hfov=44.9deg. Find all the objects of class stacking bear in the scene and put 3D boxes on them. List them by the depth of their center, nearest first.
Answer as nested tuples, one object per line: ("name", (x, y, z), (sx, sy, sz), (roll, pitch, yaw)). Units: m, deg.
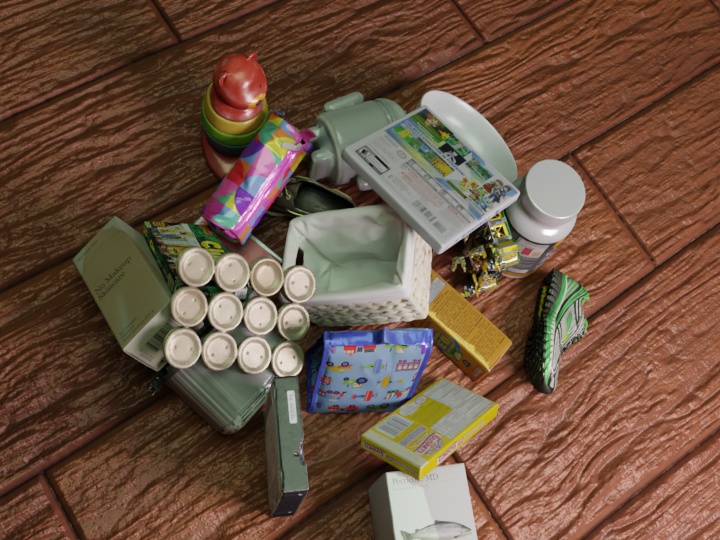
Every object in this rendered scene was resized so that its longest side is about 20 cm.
("stacking bear", (-0.185, -0.245, 1.309), (0.120, 0.201, 0.114), (-35, 77, -23))

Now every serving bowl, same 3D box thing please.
("serving bowl", (0.154, -0.186, 1.375), (0.197, 0.066, 0.203), (28, 37, -23))

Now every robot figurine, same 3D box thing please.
("robot figurine", (0.000, -0.205, 1.379), (0.196, 0.113, 0.173), (-17, 73, -19))

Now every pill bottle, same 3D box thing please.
("pill bottle", (0.262, -0.077, 1.333), (0.113, 0.201, 0.119), (4, 67, -9))

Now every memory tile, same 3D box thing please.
("memory tile", (-0.154, 0.056, 1.129), (0.196, 0.017, 0.158), (10, 86, -29))

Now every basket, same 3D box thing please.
("basket", (0.000, 0.000, 1.244), (0.195, 0.123, 0.139), (-6, 62, 24))

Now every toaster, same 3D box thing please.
("toaster", (-0.179, 0.131, 1.191), (0.129, 0.113, 0.200), (45, 64, -6))

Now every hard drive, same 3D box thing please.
("hard drive", (-0.100, 0.232, 1.124), (0.037, 0.201, 0.143), (-3, 68, -10))

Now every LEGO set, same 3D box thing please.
("LEGO set", (0.149, -0.036, 1.302), (0.113, 0.200, 0.158), (-14, 83, -9))

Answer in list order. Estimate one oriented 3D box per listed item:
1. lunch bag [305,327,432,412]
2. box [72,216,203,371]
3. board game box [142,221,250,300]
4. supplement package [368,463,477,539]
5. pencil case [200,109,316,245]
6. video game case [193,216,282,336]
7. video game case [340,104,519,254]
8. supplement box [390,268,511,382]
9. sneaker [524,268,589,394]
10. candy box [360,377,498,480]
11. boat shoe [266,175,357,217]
("lunch bag", (0.010, 0.125, 1.192), (0.147, 0.201, 0.096), (1, 67, -12))
("box", (-0.303, 0.028, 1.179), (0.095, 0.078, 0.200), (-45, 52, 0))
("board game box", (-0.230, -0.016, 1.201), (0.103, 0.024, 0.200), (5, 24, -30))
("supplement package", (0.088, 0.372, 1.150), (0.114, 0.118, 0.205), (-4, 68, -13))
("pencil case", (-0.151, -0.136, 1.284), (0.088, 0.088, 0.202), (35, 86, 5))
("video game case", (-0.228, 0.014, 1.291), (0.142, 0.018, 0.201), (37, 65, 5))
("video game case", (0.099, -0.133, 1.215), (0.181, 0.022, 0.200), (-32, 68, -36))
("supplement box", (0.129, 0.073, 1.315), (0.199, 0.067, 0.069), (40, 65, 7))
("sneaker", (0.308, 0.096, 1.337), (0.083, 0.078, 0.204), (21, 64, -3))
("candy box", (0.098, 0.213, 1.203), (0.101, 0.027, 0.198), (24, 32, 32))
("boat shoe", (-0.097, -0.114, 1.350), (0.196, 0.060, 0.073), (22, 65, -2))
